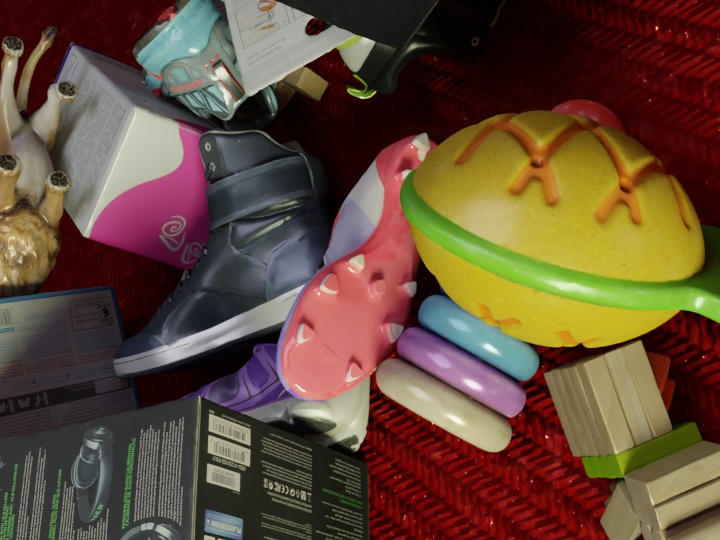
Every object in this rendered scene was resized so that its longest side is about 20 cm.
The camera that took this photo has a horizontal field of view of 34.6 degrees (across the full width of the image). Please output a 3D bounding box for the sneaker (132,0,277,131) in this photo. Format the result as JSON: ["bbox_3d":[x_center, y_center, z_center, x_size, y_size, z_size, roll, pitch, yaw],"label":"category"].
[{"bbox_3d":[-0.103,-0.131,0.818,0.079,0.096,0.200,-43,5,3],"label":"sneaker"}]

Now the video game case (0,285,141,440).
[{"bbox_3d":[-0.205,0.116,0.787,0.018,0.142,0.203,-18,84,36],"label":"video game case"}]

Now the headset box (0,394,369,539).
[{"bbox_3d":[-0.121,0.156,0.695,0.198,0.174,0.094,-14,62,29],"label":"headset box"}]

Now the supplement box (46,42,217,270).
[{"bbox_3d":[-0.175,-0.091,0.889,0.200,0.100,0.105,39,106,56],"label":"supplement box"}]

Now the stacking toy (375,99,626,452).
[{"bbox_3d":[0.087,-0.005,0.653,0.085,0.085,0.202,24,85,46],"label":"stacking toy"}]

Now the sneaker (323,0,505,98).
[{"bbox_3d":[0.069,-0.183,0.755,0.198,0.083,0.072,-31,19,8],"label":"sneaker"}]

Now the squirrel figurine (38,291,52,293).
[{"bbox_3d":[-0.264,0.123,0.854,0.141,0.199,0.188,-33,65,17],"label":"squirrel figurine"}]

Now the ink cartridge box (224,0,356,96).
[{"bbox_3d":[-0.013,-0.206,0.745,0.161,0.050,0.202,-26,54,13],"label":"ink cartridge box"}]

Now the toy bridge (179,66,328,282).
[{"bbox_3d":[-0.093,-0.065,0.881,0.067,0.027,0.202,30,95,48],"label":"toy bridge"}]

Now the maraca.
[{"bbox_3d":[0.114,-0.014,0.556,0.138,0.197,0.108,-72,-3,-63],"label":"maraca"}]

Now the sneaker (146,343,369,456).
[{"bbox_3d":[-0.072,0.093,0.780,0.198,0.081,0.084,-15,47,31],"label":"sneaker"}]

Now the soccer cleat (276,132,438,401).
[{"bbox_3d":[0.000,0.000,0.707,0.076,0.066,0.202,-30,28,55],"label":"soccer cleat"}]

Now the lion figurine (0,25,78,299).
[{"bbox_3d":[-0.245,-0.069,0.841,0.123,0.071,0.202,122,155,-50],"label":"lion figurine"}]

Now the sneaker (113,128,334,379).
[{"bbox_3d":[-0.102,-0.014,0.800,0.200,0.077,0.148,-22,82,23],"label":"sneaker"}]

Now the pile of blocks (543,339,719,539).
[{"bbox_3d":[0.162,0.118,0.551,0.061,0.082,0.202,-18,61,-13],"label":"pile of blocks"}]

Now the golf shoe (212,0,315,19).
[{"bbox_3d":[-0.039,-0.223,0.849,0.198,0.088,0.078,-21,53,35],"label":"golf shoe"}]

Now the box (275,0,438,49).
[{"bbox_3d":[-0.004,-0.250,0.634,0.148,0.103,0.202,-51,44,30],"label":"box"}]
